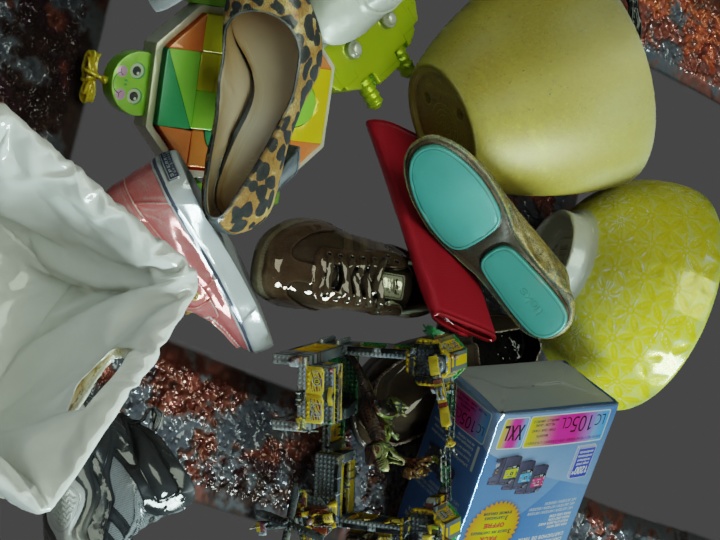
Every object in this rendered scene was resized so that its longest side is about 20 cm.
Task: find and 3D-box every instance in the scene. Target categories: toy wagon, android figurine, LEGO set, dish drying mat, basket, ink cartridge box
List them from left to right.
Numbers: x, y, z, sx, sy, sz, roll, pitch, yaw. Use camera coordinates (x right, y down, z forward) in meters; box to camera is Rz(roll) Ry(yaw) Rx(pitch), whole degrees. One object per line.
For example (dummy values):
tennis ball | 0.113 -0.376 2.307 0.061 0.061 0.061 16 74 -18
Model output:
basket | -0.254 0.024 1.437 0.200 0.160 0.199 42 71 -27
toy wagon | -0.114 -0.132 1.625 0.199 0.039 0.156 4 98 -32
android figurine | -0.023 -0.225 1.726 0.182 0.041 0.201 -42 111 -32
LEGO set | 0.001 0.134 1.645 0.116 0.153 0.202 -12 113 -65
dish drying mat | 0.055 -0.033 1.723 0.077 0.018 0.201 23 40 -44
ink cartridge box | 0.110 0.178 1.754 0.136 0.076 0.201 -2 121 -38

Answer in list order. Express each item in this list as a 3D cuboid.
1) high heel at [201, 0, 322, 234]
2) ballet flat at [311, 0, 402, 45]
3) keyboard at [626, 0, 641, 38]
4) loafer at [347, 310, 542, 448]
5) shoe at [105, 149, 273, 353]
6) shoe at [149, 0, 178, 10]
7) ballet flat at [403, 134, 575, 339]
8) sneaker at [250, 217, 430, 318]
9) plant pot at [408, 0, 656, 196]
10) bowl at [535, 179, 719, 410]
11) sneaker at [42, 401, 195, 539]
high heel | -0.080 -0.131 1.539 0.143 0.071 0.201 -52 143 -60
ballet flat | 0.035 -0.250 1.705 0.200 0.069 0.070 -46 115 -32
keyboard | 0.204 -0.221 1.921 0.126 0.021 0.202 0 89 -33
loafer | 0.071 0.083 1.764 0.199 0.071 0.073 -31 107 -35
shoe | -0.138 0.002 1.609 0.091 0.072 0.201 -25 134 2
shoe | -0.141 -0.245 1.537 0.071 0.200 0.091 -31 105 -2
ballet flat | 0.101 -0.033 1.705 0.200 0.071 0.071 51 59 -17
sneaker | 0.000 0.000 1.682 0.199 0.075 0.071 5 93 -52
plant pot | 0.123 -0.142 1.756 0.141 0.200 0.201 -21 101 -23
bowl | 0.198 0.005 1.801 0.107 0.200 0.201 22 74 -23
sneaker | -0.177 0.191 1.555 0.113 0.075 0.202 4 83 -36
